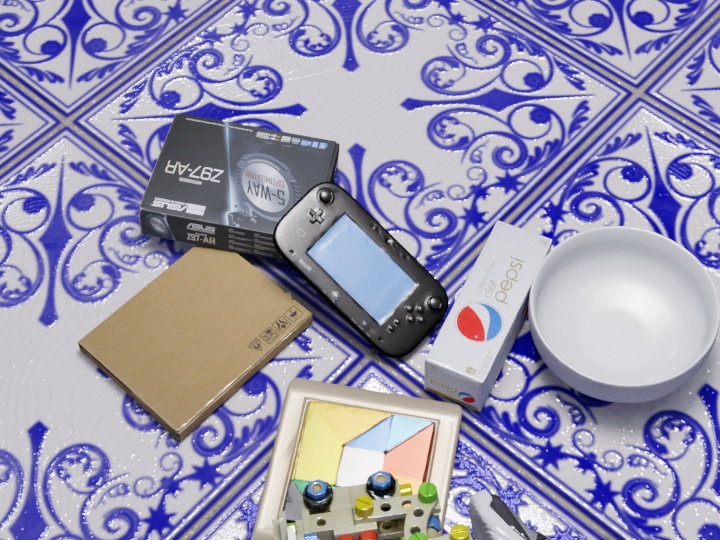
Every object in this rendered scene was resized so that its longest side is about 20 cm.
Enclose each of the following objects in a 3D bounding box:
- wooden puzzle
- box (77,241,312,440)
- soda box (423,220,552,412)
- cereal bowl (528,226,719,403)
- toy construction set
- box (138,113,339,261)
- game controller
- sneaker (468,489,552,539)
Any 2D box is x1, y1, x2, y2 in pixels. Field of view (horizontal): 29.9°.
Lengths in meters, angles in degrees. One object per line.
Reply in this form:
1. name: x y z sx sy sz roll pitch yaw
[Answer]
1. wooden puzzle: -0.001 0.201 1.345 0.184 0.037 0.201 8 55 7
2. box: -0.177 0.066 1.451 0.163 0.021 0.200 37 64 24
3. soda box: 0.137 0.047 1.435 0.068 0.064 0.201 21 57 15
4. cereal bowl: 0.271 0.056 1.414 0.198 0.084 0.201 0 55 0
5. toy construction set: 0.003 0.248 1.242 0.198 0.093 0.132 3 41 -13
6. box: -0.135 -0.095 1.534 0.198 0.044 0.161 11 50 4
7. game controller: 0.000 0.000 1.445 0.200 0.042 0.104 44 62 0
8. sneaker: 0.193 0.275 1.271 0.113 0.076 0.200 -29 65 -19
